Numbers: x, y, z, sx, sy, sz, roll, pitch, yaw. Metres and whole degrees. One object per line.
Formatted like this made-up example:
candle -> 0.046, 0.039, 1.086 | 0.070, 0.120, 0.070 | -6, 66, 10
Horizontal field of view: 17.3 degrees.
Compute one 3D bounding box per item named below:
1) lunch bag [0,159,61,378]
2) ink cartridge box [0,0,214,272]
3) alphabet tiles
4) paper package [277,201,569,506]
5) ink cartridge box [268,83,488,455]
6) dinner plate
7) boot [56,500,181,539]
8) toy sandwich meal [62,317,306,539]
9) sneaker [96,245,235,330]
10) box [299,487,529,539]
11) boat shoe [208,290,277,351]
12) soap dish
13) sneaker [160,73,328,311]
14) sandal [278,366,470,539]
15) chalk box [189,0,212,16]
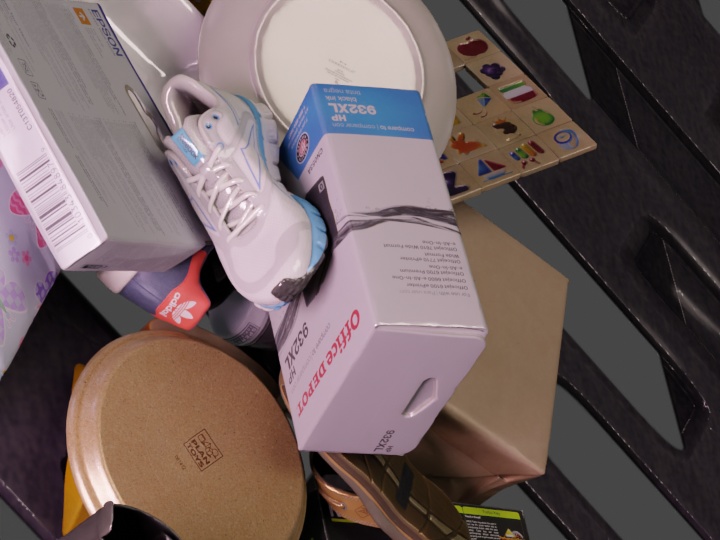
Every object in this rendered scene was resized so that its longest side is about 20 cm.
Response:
lunch bag -> -0.289, -0.034, 1.445 | 0.200, 0.127, 0.170 | 48, 40, -26
ink cartridge box -> -0.179, -0.090, 1.500 | 0.200, 0.041, 0.200 | 60, 17, 11
alphabet tiles -> 0.047, -0.105, 1.750 | 0.200, 0.008, 0.167 | -21, 46, -21
paper package -> 0.050, 0.050, 1.736 | 0.190, 0.103, 0.200 | 34, 43, -23
ink cartridge box -> 0.000, 0.000, 1.548 | 0.084, 0.145, 0.200 | 3, 52, -24
dinner plate -> -0.019, -0.141, 1.680 | 0.200, 0.024, 0.201 | 6, 74, -21
boot -> -0.117, 0.212, 1.432 | 0.200, 0.138, 0.078 | 25, 48, -32
toy sandwich meal -> -0.122, 0.125, 1.546 | 0.205, 0.070, 0.205 | 21, 53, -31
sneaker -> -0.113, -0.023, 1.630 | 0.084, 0.075, 0.200 | 38, 33, -8
box -> 0.051, 0.253, 1.641 | 0.200, 0.048, 0.193 | 10, 55, -39
boat shoe -> -0.068, -0.032, 1.704 | 0.066, 0.070, 0.200 | 23, 50, -38
soap dish -> -0.187, -0.133, 1.645 | 0.157, 0.081, 0.200 | 45, 41, -12
sneaker -> -0.088, -0.054, 1.521 | 0.087, 0.075, 0.200 | 34, 20, -41
sandal -> 0.003, 0.142, 1.605 | 0.200, 0.054, 0.080 | 51, 29, -17
chalk box -> -0.036, -0.241, 1.800 | 0.200, 0.125, 0.124 | 6, 20, -41
